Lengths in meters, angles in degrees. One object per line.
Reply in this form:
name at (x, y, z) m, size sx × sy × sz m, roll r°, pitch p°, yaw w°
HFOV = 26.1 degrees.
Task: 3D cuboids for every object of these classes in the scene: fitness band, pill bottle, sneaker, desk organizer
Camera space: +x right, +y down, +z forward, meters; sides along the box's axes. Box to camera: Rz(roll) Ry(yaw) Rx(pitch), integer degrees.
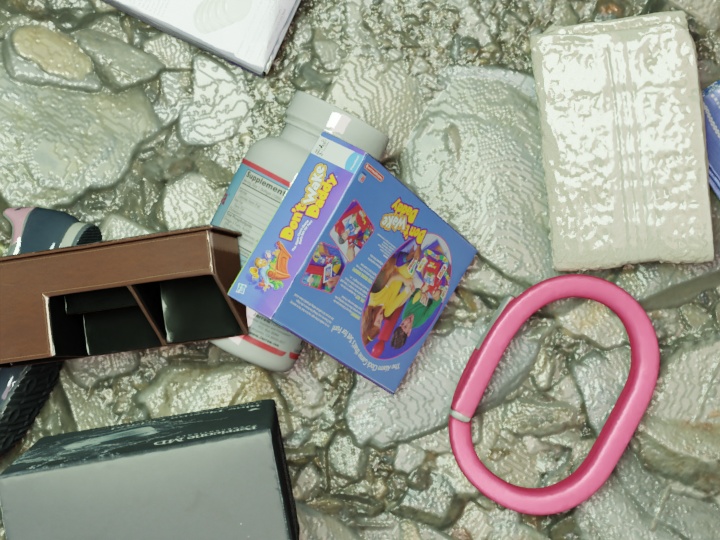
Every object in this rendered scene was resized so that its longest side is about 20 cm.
fitness band at (0.155, 0.098, 1.248) m, size 0.143 × 0.037 × 0.200 m, roll 28°, pitch 92°, yaw -3°
pill bottle at (-0.058, -0.031, 1.197) m, size 0.109 × 0.109 × 0.200 m, roll 27°, pitch 90°, yaw -3°
sneaker at (-0.273, 0.045, 1.221) m, size 0.082 × 0.070 × 0.201 m, roll 22°, pitch 89°, yaw 14°
desk organizer at (-0.187, 0.021, 1.131) m, size 0.199 × 0.072 × 0.077 m, roll -8°, pitch 85°, yaw 12°

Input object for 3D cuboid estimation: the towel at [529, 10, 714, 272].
towel at (0.207, -0.101, 1.232) m, size 0.132 × 0.034 × 0.201 m, roll -5°, pitch 93°, yaw 14°

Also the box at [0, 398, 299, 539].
box at (-0.150, 0.176, 1.156) m, size 0.196 × 0.200 × 0.118 m, roll -10°, pitch 93°, yaw -3°

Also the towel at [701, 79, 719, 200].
towel at (0.366, -0.120, 1.254) m, size 0.200 × 0.024 × 0.145 m, roll -35°, pitch 94°, yaw -1°

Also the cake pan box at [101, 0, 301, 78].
cake pan box at (-0.116, -0.279, 1.214) m, size 0.184 × 0.052 × 0.200 m, roll 24°, pitch 91°, yaw -5°

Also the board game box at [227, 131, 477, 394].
board game box at (0.000, 0.000, 1.157) m, size 0.045 × 0.200 × 0.135 m, roll 28°, pitch 85°, yaw 33°
